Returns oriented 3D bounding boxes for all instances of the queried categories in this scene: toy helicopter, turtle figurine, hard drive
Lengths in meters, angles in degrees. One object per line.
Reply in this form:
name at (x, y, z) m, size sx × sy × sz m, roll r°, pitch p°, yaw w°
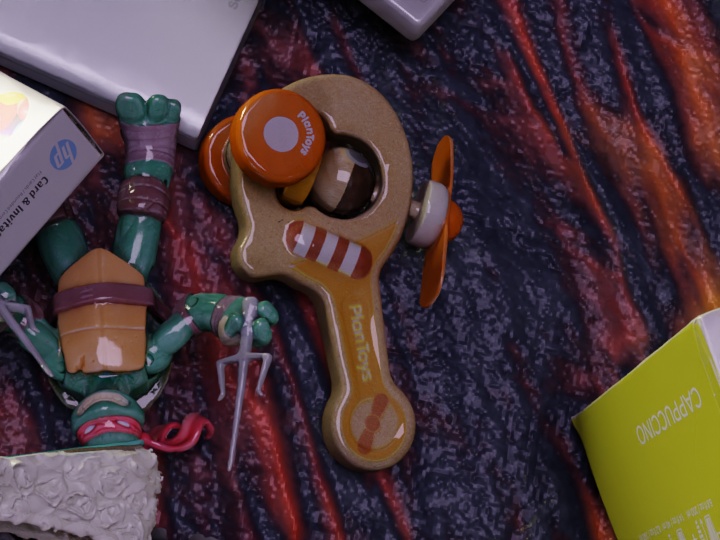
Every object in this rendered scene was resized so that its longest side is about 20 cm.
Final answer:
toy helicopter at (0.000, 0.000, 0.933) m, size 0.131 × 0.079 × 0.202 m, roll -8°, pitch 85°, yaw -21°
turtle figurine at (-0.124, 0.015, 0.882) m, size 0.148 × 0.101 × 0.202 m, roll 1°, pitch 61°, yaw -20°
hard drive at (-0.152, -0.162, 0.970) m, size 0.198 × 0.026 × 0.133 m, roll 23°, pitch 71°, yaw -1°

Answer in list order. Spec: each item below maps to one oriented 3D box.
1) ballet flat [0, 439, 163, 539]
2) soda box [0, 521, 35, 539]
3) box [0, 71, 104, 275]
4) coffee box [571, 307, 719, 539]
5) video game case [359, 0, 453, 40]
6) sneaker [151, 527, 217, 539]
ballet flat at (-0.172, 0.103, 0.771) m, size 0.198 × 0.072 × 0.073 m, roll 4°, pitch 71°, yaw -30°
soda box at (-0.179, 0.141, 0.845) m, size 0.063 × 0.071 × 0.200 m, roll -39°, pitch 83°, yaw -7°
box at (-0.235, -0.015, 0.849) m, size 0.155 × 0.041 × 0.201 m, roll 27°, pitch 74°, yaw 40°
coffee box at (0.242, 0.110, 0.860) m, size 0.196 × 0.200 × 0.202 m, roll -17°, pitch 77°, yaw -14°
video game case at (0.020, -0.246, 1.010) m, size 0.182 × 0.024 × 0.200 m, roll 39°, pitch 65°, yaw 8°
sneaker at (-0.044, 0.196, 0.845) m, size 0.199 × 0.071 × 0.098 m, roll 29°, pitch 52°, yaw 0°
